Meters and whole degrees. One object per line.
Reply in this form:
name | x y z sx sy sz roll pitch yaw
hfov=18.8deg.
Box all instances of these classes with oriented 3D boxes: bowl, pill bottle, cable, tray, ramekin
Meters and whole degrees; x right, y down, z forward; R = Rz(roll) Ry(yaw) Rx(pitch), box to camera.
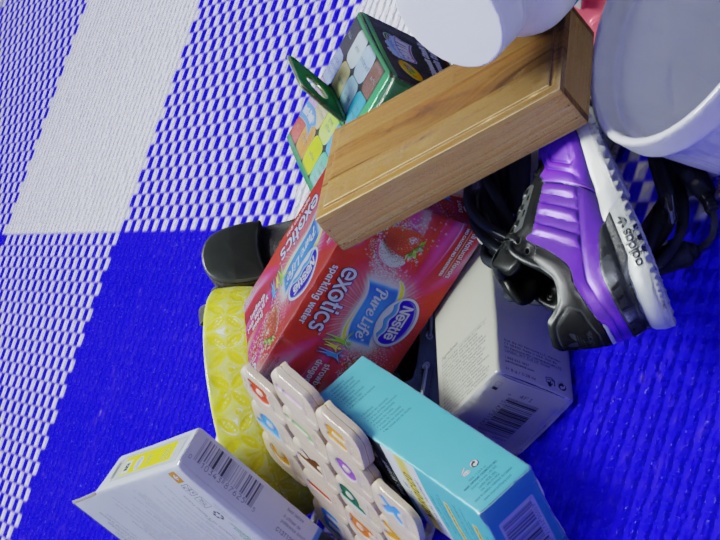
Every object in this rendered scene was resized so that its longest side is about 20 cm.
bowl | -0.047 0.102 1.748 0.107 0.201 0.201 -13 44 9
pill bottle | 0.110 -0.222 1.399 0.200 0.112 0.112 -50 12 -33
cable | 0.149 -0.056 1.480 0.163 0.051 0.201 -31 49 8
tray | 0.061 -0.096 1.441 0.199 0.037 0.099 -27 33 28
ramekin | 0.244 -0.152 1.371 0.200 0.105 0.201 -46 32 40

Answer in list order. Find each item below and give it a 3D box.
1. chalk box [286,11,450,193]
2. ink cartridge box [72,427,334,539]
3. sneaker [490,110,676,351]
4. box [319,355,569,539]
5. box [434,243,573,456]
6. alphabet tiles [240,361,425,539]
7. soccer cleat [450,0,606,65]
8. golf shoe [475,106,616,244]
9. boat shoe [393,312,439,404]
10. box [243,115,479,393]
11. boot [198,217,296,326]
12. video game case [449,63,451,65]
chalk box | 0.027 -0.106 1.677 0.124 0.199 0.125 -59 24 20
ink cartridge box | -0.105 0.211 1.698 0.200 0.197 0.047 -20 34 59
sneaker | 0.125 -0.030 1.391 0.099 0.070 0.201 -24 49 10
box | 0.054 0.136 1.486 0.049 0.083 0.200 -40 37 -15
box | 0.100 0.028 1.572 0.082 0.068 0.201 -48 30 41
alphabet tiles | -0.012 0.152 1.570 0.015 0.201 0.195 -39 53 -19
soccer cleat | 0.152 -0.178 1.541 0.077 0.199 0.067 -59 -37 -63
golf shoe | 0.132 -0.086 1.563 0.078 0.097 0.201 -48 28 51
boat shoe | 0.035 0.091 1.665 0.073 0.062 0.201 13 82 66
box | 0.000 0.000 1.605 0.200 0.099 0.096 -57 25 31
boot | -0.047 0.009 1.858 0.174 0.199 0.070 84 -175 -70
video game case | 0.146 -0.219 1.652 0.200 0.022 0.182 -39 31 11
